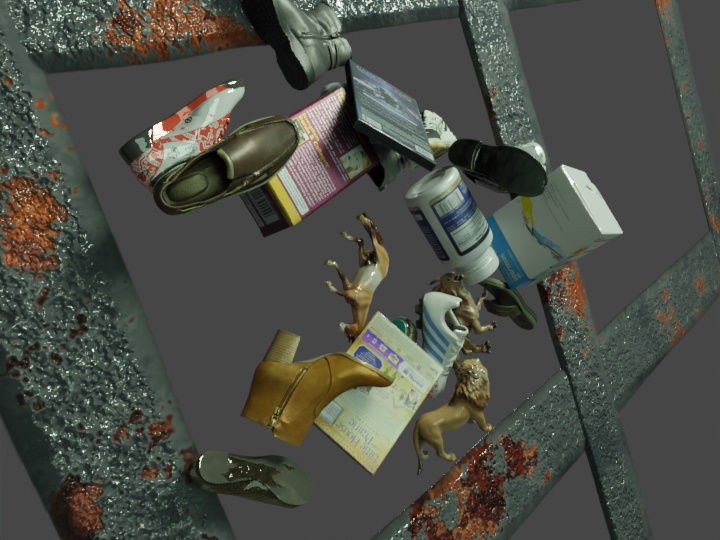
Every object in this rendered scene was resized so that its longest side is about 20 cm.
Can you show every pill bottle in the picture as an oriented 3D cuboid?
[{"bbox_3d":[0.173,-0.078,0.987,0.111,0.110,0.202,-45,112,-31],"label":"pill bottle"}]

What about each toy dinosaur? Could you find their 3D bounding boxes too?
[{"bbox_3d":[0.168,0.097,0.984,0.133,0.086,0.204,10,101,-13],"label":"toy dinosaur"}]

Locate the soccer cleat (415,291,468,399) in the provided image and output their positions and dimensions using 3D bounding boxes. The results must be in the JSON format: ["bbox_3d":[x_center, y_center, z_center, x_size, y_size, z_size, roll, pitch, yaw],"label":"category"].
[{"bbox_3d":[0.143,0.135,0.928,0.070,0.085,0.204,-48,135,-61],"label":"soccer cleat"}]

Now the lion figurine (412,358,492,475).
[{"bbox_3d":[0.152,0.250,0.926,0.199,0.072,0.124,-38,119,-16],"label":"lion figurine"}]

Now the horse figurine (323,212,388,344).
[{"bbox_3d":[0.000,0.000,0.882,0.133,0.049,0.202,49,53,-37],"label":"horse figurine"}]

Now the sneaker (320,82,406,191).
[{"bbox_3d":[0.003,-0.219,0.892,0.200,0.074,0.083,45,56,-25],"label":"sneaker"}]

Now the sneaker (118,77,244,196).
[{"bbox_3d":[-0.213,-0.169,0.734,0.201,0.067,0.109,-45,112,-28],"label":"sneaker"}]

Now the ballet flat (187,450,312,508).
[{"bbox_3d":[-0.150,0.292,0.750,0.198,0.046,0.068,27,39,-38],"label":"ballet flat"}]

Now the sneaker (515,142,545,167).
[{"bbox_3d":[0.356,-0.176,1.169,0.114,0.075,0.204,-8,80,-32],"label":"sneaker"}]

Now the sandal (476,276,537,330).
[{"bbox_3d":[0.287,0.071,1.083,0.200,0.079,0.058,41,77,-27],"label":"sandal"}]

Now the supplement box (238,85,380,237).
[{"bbox_3d":[-0.086,-0.162,0.804,0.199,0.102,0.132,-39,106,-32],"label":"supplement box"}]

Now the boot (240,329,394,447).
[{"bbox_3d":[-0.061,0.185,0.784,0.198,0.071,0.146,20,77,-4],"label":"boot"}]

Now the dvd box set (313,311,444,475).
[{"bbox_3d":[0.021,0.187,0.845,0.146,0.029,0.201,38,69,2],"label":"dvd box set"}]

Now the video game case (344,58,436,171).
[{"bbox_3d":[0.043,-0.245,0.837,0.141,0.019,0.202,23,36,-26],"label":"video game case"}]

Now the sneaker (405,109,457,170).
[{"bbox_3d":[0.109,-0.237,0.959,0.089,0.075,0.200,57,25,-3],"label":"sneaker"}]

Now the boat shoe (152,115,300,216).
[{"bbox_3d":[-0.157,-0.126,0.662,0.201,0.075,0.075,-35,105,-9],"label":"boat shoe"}]

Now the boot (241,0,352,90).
[{"bbox_3d":[-0.099,-0.399,0.852,0.132,0.069,0.202,-46,123,-34],"label":"boot"}]

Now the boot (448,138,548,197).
[{"bbox_3d":[0.258,-0.175,0.986,0.070,0.198,0.173,-62,153,6],"label":"boot"}]

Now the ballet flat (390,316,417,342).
[{"bbox_3d":[0.065,0.182,0.913,0.075,0.067,0.204,34,63,-47],"label":"ballet flat"}]

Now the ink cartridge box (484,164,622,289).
[{"bbox_3d":[0.360,-0.079,1.034,0.146,0.199,0.147,-6,65,-51],"label":"ink cartridge box"}]
